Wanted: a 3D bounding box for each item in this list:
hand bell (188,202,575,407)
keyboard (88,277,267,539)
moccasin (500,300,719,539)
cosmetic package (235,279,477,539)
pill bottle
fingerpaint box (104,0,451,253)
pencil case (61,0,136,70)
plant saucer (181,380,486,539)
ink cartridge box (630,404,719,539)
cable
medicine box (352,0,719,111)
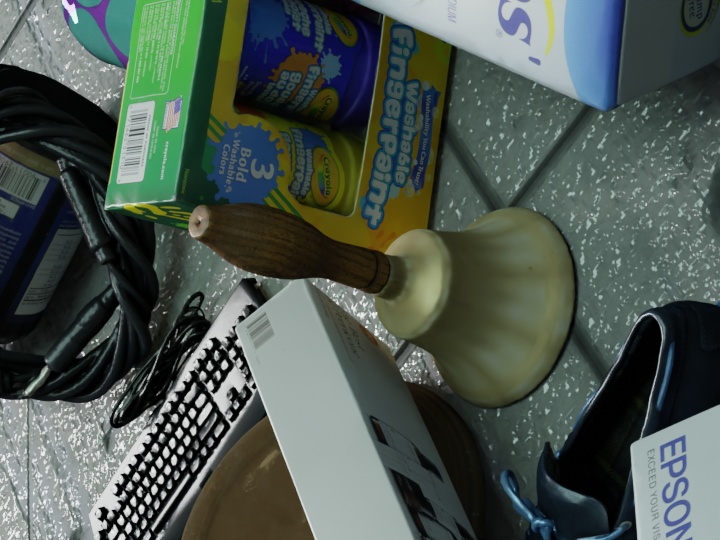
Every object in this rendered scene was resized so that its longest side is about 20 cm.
[{"bbox_3d":[0.000,0.000,1.028,0.104,0.199,0.105,-17,66,45],"label":"hand bell"},{"bbox_3d":[-0.116,0.092,1.265,0.201,0.039,0.104,-55,44,22],"label":"keyboard"},{"bbox_3d":[0.105,0.096,0.977,0.080,0.068,0.201,39,111,48],"label":"moccasin"},{"bbox_3d":[0.006,0.097,1.024,0.051,0.083,0.201,-37,43,11],"label":"cosmetic package"},{"bbox_3d":[-0.244,-0.024,1.395,0.201,0.111,0.112,-60,42,17],"label":"pill bottle"},{"bbox_3d":[-0.035,-0.114,1.131,0.073,0.166,0.202,-2,76,51],"label":"fingerpaint box"},{"bbox_3d":[-0.102,-0.156,1.288,0.199,0.085,0.093,20,110,50],"label":"pencil case"},{"bbox_3d":[-0.024,0.141,1.101,0.199,0.029,0.201,-23,48,28],"label":"plant saucer"},{"bbox_3d":[0.198,0.112,0.806,0.199,0.043,0.197,-29,37,28],"label":"ink cartridge box"},{"bbox_3d":[-0.204,-0.012,1.307,0.162,0.051,0.202,6,105,8],"label":"cable"},{"bbox_3d":[0.079,-0.201,0.988,0.199,0.103,0.183,29,131,38],"label":"medicine box"}]
